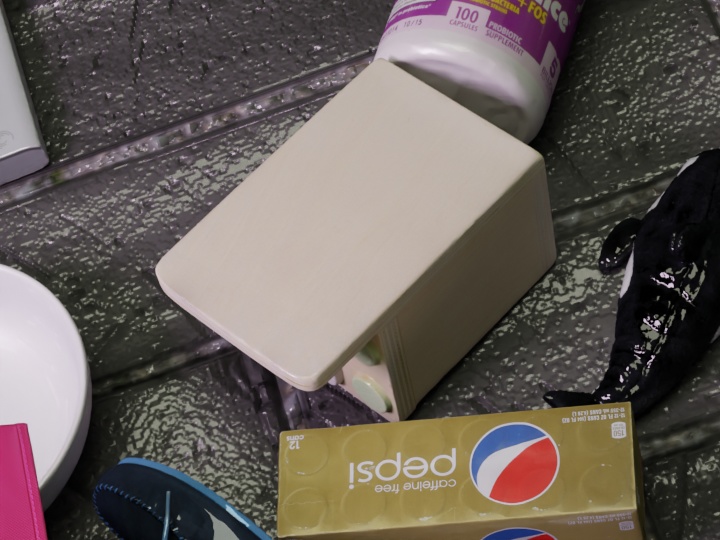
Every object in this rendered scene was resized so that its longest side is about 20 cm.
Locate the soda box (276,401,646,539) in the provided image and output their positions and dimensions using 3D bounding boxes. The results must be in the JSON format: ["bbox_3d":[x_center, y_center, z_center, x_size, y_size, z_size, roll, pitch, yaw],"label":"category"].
[{"bbox_3d":[0.056,0.124,1.265,0.198,0.064,0.068,-6,56,11],"label":"soda box"}]

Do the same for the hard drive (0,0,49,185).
[{"bbox_3d":[-0.293,-0.127,1.540,0.131,0.026,0.201,-21,54,0],"label":"hard drive"}]

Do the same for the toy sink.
[{"bbox_3d":[0.000,0.000,1.332,0.130,0.112,0.200,32,65,29],"label":"toy sink"}]

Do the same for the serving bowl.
[{"bbox_3d":[-0.247,0.094,1.359,0.198,0.066,0.202,-7,57,10],"label":"serving bowl"}]

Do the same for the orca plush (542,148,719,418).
[{"bbox_3d":[0.170,0.000,1.313,0.105,0.071,0.200,34,71,30],"label":"orca plush"}]

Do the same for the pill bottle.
[{"bbox_3d":[0.086,-0.181,1.427,0.111,0.113,0.201,9,61,19],"label":"pill bottle"}]

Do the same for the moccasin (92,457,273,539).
[{"bbox_3d":[-0.080,0.172,1.254,0.199,0.081,0.068,30,57,30],"label":"moccasin"}]

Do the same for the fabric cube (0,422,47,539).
[{"bbox_3d":[-0.261,0.216,1.164,0.197,0.197,0.201,-2,52,-19],"label":"fabric cube"}]
